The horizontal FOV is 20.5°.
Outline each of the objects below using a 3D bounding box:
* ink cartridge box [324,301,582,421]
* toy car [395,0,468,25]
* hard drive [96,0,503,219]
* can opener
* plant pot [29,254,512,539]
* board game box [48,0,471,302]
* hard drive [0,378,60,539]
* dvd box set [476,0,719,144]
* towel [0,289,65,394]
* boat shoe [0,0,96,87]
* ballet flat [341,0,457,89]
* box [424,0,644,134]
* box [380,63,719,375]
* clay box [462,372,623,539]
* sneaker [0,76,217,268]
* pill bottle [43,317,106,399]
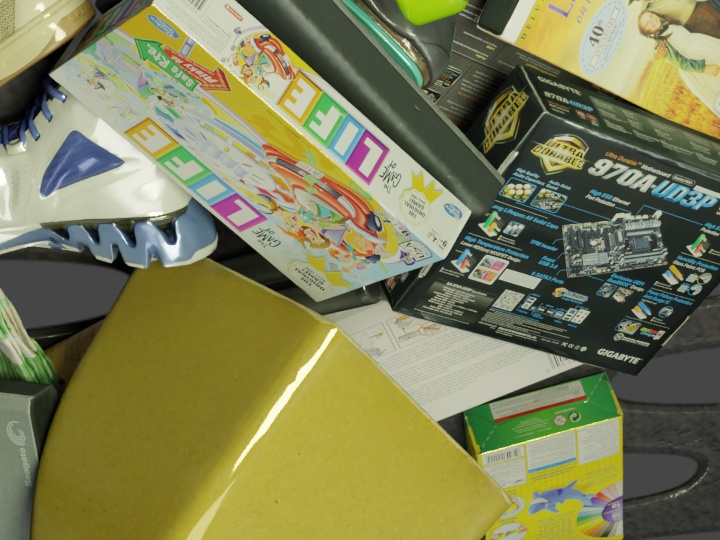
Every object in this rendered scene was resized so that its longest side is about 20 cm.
[{"bbox_3d":[0.076,0.025,1.352,0.199,0.045,0.177,-22,141,4],"label":"ink cartridge box"},{"bbox_3d":[0.073,-0.246,0.964,0.163,0.158,0.201,-16,107,13],"label":"toy car"},{"bbox_3d":[-0.033,-0.095,1.069,0.200,0.033,0.139,45,150,-26],"label":"hard drive"},{"bbox_3d":[0.000,0.000,1.262,0.199,0.054,0.067,-13,173,23],"label":"can opener"},{"bbox_3d":[-0.075,0.133,1.148,0.200,0.195,0.194,-52,128,-10],"label":"plant pot"},{"bbox_3d":[-0.055,-0.067,1.045,0.200,0.034,0.134,40,153,-18],"label":"board game box"},{"bbox_3d":[-0.259,0.129,1.226,0.199,0.033,0.141,4,111,31],"label":"hard drive"},{"bbox_3d":[0.173,-0.167,1.133,0.199,0.029,0.147,21,98,-37],"label":"dvd box set"},{"bbox_3d":[-0.265,0.022,1.167,0.151,0.024,0.200,13,156,15],"label":"towel"},{"bbox_3d":[-0.234,-0.111,1.074,0.199,0.071,0.065,-30,104,21],"label":"boat shoe"},{"bbox_3d":[-0.025,-0.177,1.055,0.200,0.073,0.073,40,118,-14],"label":"ballet flat"},{"bbox_3d":[0.075,-0.120,1.183,0.199,0.049,0.158,18,129,-35],"label":"box"},{"bbox_3d":[0.130,-0.023,1.169,0.199,0.046,0.159,15,127,-33],"label":"box"},{"bbox_3d":[0.144,0.167,1.538,0.114,0.048,0.201,-14,141,-5],"label":"clay box"},{"bbox_3d":[-0.179,-0.071,1.131,0.198,0.081,0.116,2,112,2],"label":"sneaker"},{"bbox_3d":[-0.177,0.098,1.292,0.199,0.110,0.109,-28,140,11],"label":"pill bottle"}]
